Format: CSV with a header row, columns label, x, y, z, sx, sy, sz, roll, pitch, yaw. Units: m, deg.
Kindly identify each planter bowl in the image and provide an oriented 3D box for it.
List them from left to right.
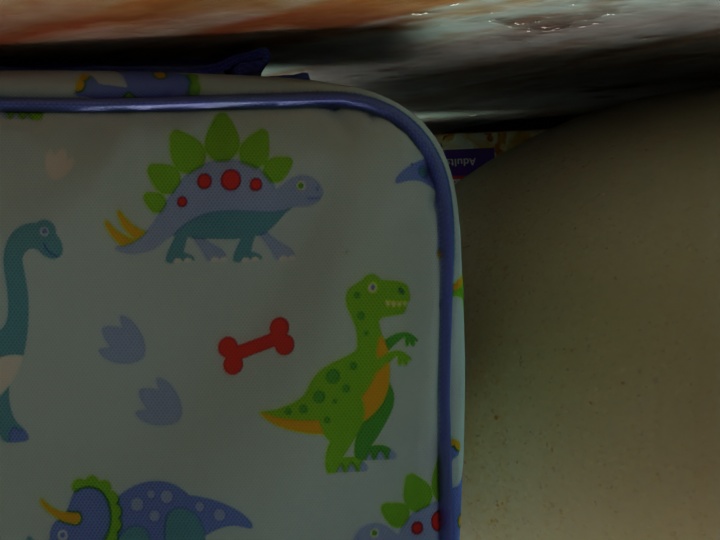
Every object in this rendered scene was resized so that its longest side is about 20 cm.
label,x,y,z,sx,sy,sz,roll,pitch,yaw
planter bowl,0.064,0.047,0.813,0.134,0.201,0.200,-4,176,9

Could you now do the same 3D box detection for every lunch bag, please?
label,x,y,z,sx,sy,sz,roll,pitch,yaw
lunch bag,-0.072,0.026,0.707,0.199,0.161,0.082,-1,-179,-5

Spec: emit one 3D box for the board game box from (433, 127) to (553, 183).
label,x,y,z,sx,sy,sz,roll,pitch,yaw
board game box,0.111,-0.022,0.967,0.199,0.046,0.152,-3,176,-3
